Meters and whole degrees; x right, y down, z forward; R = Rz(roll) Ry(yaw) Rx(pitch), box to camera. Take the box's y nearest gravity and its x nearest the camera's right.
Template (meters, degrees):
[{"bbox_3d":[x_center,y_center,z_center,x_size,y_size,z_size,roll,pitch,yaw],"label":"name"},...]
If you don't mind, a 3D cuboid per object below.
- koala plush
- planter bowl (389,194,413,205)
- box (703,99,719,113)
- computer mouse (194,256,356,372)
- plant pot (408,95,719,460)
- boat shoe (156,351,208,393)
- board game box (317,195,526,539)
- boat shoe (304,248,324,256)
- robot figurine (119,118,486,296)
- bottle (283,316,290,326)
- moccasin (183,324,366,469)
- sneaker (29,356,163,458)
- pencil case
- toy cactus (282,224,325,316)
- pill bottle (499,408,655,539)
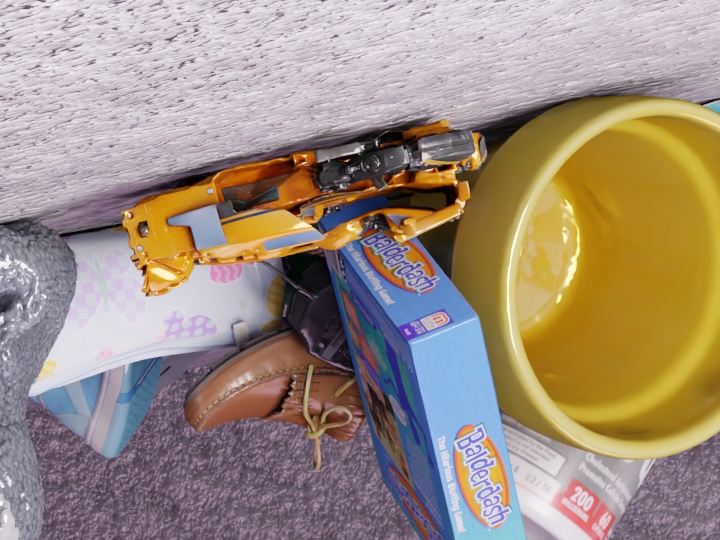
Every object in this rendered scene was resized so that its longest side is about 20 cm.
[{"bbox_3d":[-0.225,0.086,1.371,0.183,0.201,0.177,-13,176,-10],"label":"koala plush"},{"bbox_3d":[0.015,0.000,1.866,0.199,0.084,0.200,-13,177,-1],"label":"planter bowl"},{"bbox_3d":[0.236,-0.079,1.722,0.082,0.049,0.200,-14,176,17],"label":"box"},{"bbox_3d":[-0.043,0.003,1.479,0.200,0.034,0.059,32,104,-34],"label":"computer mouse"},{"bbox_3d":[0.120,-0.005,1.478,0.200,0.202,0.189,-11,-168,-27],"label":"plant pot"},{"bbox_3d":[-0.140,0.033,1.975,0.200,0.067,0.073,-35,160,30],"label":"boat shoe"},{"bbox_3d":[0.038,0.076,1.441,0.045,0.201,0.152,-21,-145,-11],"label":"board game box"},{"bbox_3d":[-0.084,0.010,1.734,0.199,0.072,0.072,-14,176,16],"label":"boat shoe"},{"bbox_3d":[-0.027,-0.034,1.364,0.199,0.059,0.145,-13,179,-3],"label":"robot figurine"},{"bbox_3d":[0.030,0.030,1.761,0.199,0.066,0.084,-18,164,-15],"label":"bottle"},{"bbox_3d":[-0.014,0.074,1.557,0.200,0.078,0.074,-6,157,-35],"label":"moccasin"},{"bbox_3d":[-0.195,0.033,1.699,0.080,0.130,0.201,-54,169,-43],"label":"sneaker"},{"bbox_3d":[-0.141,0.019,1.530,0.199,0.091,0.083,-10,175,-35],"label":"pencil case"},{"bbox_3d":[0.000,0.000,1.607,0.199,0.103,0.165,-6,-175,3],"label":"toy cactus"},{"bbox_3d":[0.147,0.076,1.610,0.201,0.114,0.114,-57,-173,-12],"label":"pill bottle"}]
